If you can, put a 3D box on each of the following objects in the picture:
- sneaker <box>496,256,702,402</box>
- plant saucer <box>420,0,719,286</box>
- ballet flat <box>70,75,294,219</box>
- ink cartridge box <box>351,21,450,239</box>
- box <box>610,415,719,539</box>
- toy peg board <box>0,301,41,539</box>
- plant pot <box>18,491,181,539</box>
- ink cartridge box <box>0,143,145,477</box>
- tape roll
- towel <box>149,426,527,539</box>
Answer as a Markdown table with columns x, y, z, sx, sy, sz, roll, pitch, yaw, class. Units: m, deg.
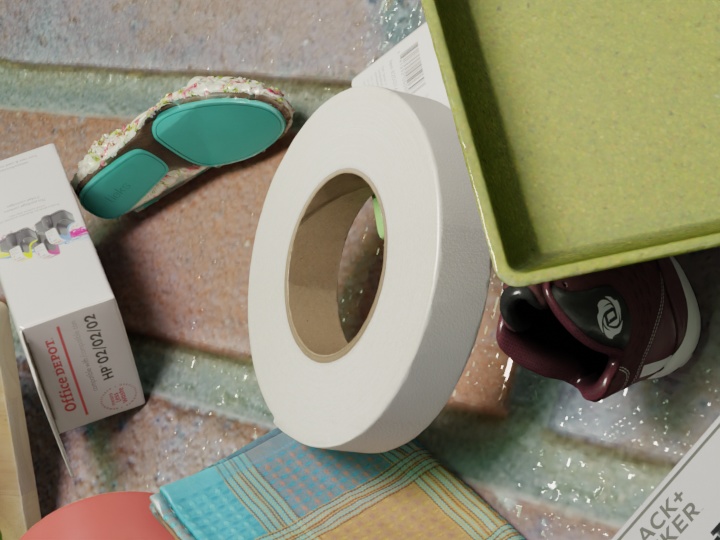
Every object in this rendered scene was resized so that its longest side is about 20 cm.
| x | y | z | sx | sy | sz | roll | pitch | yaw | class |
| --- | --- | --- | --- | --- | --- | --- | --- | --- | --- |
| 0.091 | -0.027 | 0.852 | 0.076 | 0.115 | 0.200 | -31 | 87 | 39 | sneaker |
| 0.137 | -0.090 | 0.824 | 0.200 | 0.048 | 0.200 | -11 | 65 | -5 | plant saucer |
| -0.125 | -0.098 | 1.195 | 0.200 | 0.076 | 0.064 | -21 | 42 | 34 | ballet flat |
| 0.091 | -0.104 | 0.971 | 0.200 | 0.067 | 0.117 | -34 | 52 | 36 | ink cartridge box |
| 0.204 | 0.159 | 0.757 | 0.117 | 0.060 | 0.200 | -51 | 45 | 17 | box |
| -0.334 | 0.127 | 1.194 | 0.200 | 0.098 | 0.200 | 0 | 103 | 29 | toy peg board |
| -0.124 | 0.233 | 0.978 | 0.201 | 0.200 | 0.177 | -51 | 34 | 17 | plant pot |
| -0.201 | 0.026 | 1.177 | 0.068 | 0.115 | 0.200 | -19 | 49 | -10 | ink cartridge box |
| 0.000 | 0.000 | 0.956 | 0.203 | 0.037 | 0.203 | -23 | 62 | 54 | tape roll |
| -0.007 | 0.143 | 0.941 | 0.200 | 0.146 | 0.022 | 37 | 145 | 47 | towel |
